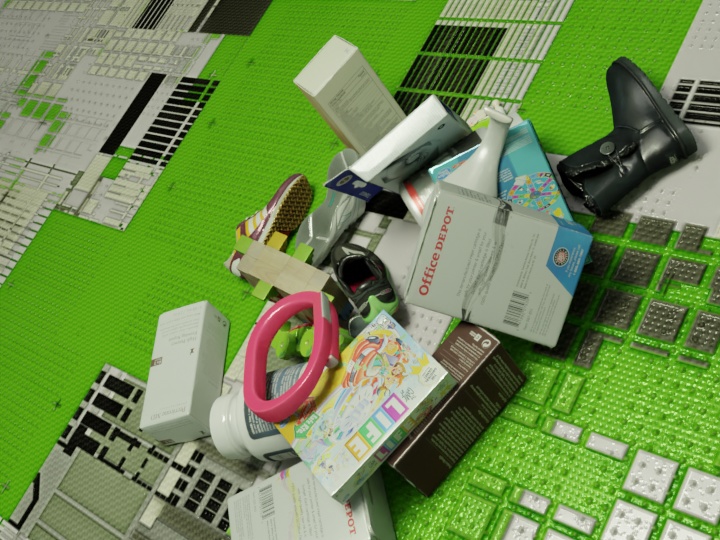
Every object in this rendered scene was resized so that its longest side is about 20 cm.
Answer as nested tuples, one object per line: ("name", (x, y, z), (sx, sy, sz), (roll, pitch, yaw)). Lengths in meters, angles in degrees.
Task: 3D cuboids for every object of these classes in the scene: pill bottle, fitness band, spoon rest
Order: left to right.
("pill bottle", (-0.103, 0.195, 1.316), (0.197, 0.120, 0.121), (-16, 51, 25))
("fitness band", (-0.090, 0.105, 1.243), (0.143, 0.037, 0.202), (-34, 33, 23))
("spoon rest", (0.146, -0.112, 1.240), (0.098, 0.061, 0.203), (28, 112, 14))
("pill bottle", (0.163, -0.130, 1.368), (0.198, 0.114, 0.115), (-35, 45, 8))

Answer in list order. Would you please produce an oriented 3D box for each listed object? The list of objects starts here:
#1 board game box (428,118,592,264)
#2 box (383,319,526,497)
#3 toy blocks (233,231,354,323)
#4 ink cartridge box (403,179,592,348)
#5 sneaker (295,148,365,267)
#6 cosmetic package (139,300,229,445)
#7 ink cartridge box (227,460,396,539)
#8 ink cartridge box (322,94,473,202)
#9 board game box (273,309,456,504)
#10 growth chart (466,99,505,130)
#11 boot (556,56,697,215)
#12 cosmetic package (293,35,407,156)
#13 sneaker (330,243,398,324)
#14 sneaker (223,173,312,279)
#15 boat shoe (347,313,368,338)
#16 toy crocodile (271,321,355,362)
("board game box", (0.198, -0.073, 1.272), (0.149, 0.047, 0.203), (-25, 84, 16))
("box", (0.107, 0.171, 1.200), (0.201, 0.100, 0.075), (-49, 45, -7))
("toy blocks", (-0.089, 0.033, 1.420), (0.198, 0.137, 0.101), (24, 73, 32))
("ink cartridge box", (0.166, -0.010, 1.189), (0.084, 0.196, 0.148), (-81, 8, -75))
("sneaker", (-0.034, -0.087, 1.513), (0.070, 0.080, 0.203), (35, 101, 37))
("cosmetic package", (-0.271, 0.159, 1.495), (0.100, 0.074, 0.203), (-18, 49, 24))
("ink cartridge box", (-0.061, 0.325, 1.217), (0.198, 0.085, 0.146), (-29, 47, 16))
("ink cartridge box", (0.063, -0.156, 1.379), (0.199, 0.199, 0.041), (-38, 77, 15))
("board game box", (0.004, 0.163, 1.173), (0.200, 0.034, 0.134), (-46, 51, -3))
("growth chart", (0.150, -0.174, 1.478), (0.198, 0.018, 0.146), (-33, 45, 10))
("boot", (0.337, -0.185, 1.311), (0.166, 0.077, 0.202), (-31, 52, 7))
("cosmetic package", (-0.007, -0.260, 1.521), (0.105, 0.200, 0.071), (-46, 45, -4))
("sneaker", (0.000, 0.000, 1.396), (0.076, 0.084, 0.200), (-33, 30, -4))
("sneaker", (-0.157, -0.080, 1.585), (0.089, 0.075, 0.202), (15, 68, 35))
("boat shoe", (0.030, 0.115, 1.320), (0.073, 0.062, 0.201), (-42, 44, 4))
("toy crocodile", (-0.065, 0.100, 1.363), (0.199, 0.067, 0.063), (-9, 68, 57))
